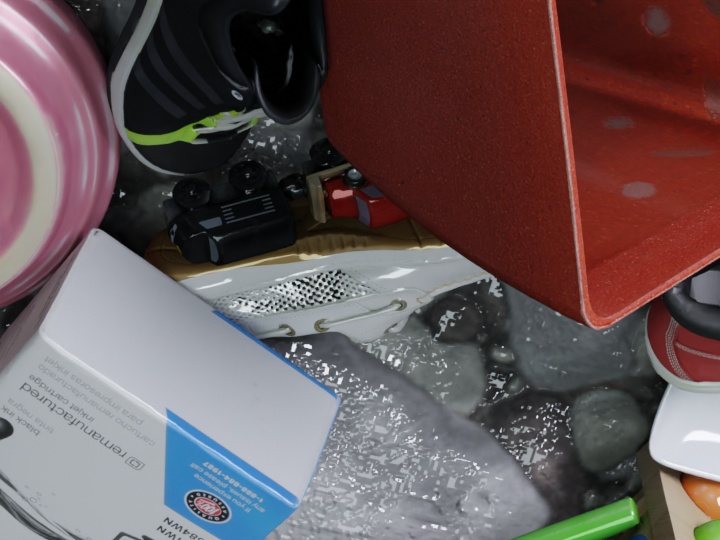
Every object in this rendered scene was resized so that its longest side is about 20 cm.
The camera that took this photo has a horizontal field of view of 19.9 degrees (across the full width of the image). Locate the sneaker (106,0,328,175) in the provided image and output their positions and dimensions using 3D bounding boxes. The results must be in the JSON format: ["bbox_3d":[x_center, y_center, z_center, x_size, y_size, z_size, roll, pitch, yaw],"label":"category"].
[{"bbox_3d":[-0.057,-0.085,0.871,0.072,0.083,0.200,-22,156,-22],"label":"sneaker"}]

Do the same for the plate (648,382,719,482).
[{"bbox_3d":[0.261,0.025,0.998,0.200,0.032,0.200,16,106,-6],"label":"plate"}]

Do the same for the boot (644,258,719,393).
[{"bbox_3d":[0.228,0.008,0.897,0.200,0.144,0.072,-8,75,1],"label":"boot"}]

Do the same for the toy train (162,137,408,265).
[{"bbox_3d":[0.008,-0.043,0.950,0.200,0.046,0.034,-17,144,-9],"label":"toy train"}]

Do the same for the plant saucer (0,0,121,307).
[{"bbox_3d":[-0.209,-0.055,0.925,0.200,0.051,0.201,-2,122,-3],"label":"plant saucer"}]

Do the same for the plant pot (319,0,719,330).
[{"bbox_3d":[0.082,-0.119,0.848,0.176,0.200,0.200,17,124,44],"label":"plant pot"}]

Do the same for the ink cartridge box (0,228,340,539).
[{"bbox_3d":[-0.129,0.097,0.986,0.146,0.084,0.200,34,129,-12],"label":"ink cartridge box"}]

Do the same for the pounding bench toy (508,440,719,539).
[{"bbox_3d":[0.130,0.164,1.021,0.200,0.124,0.156,36,109,-13],"label":"pounding bench toy"}]

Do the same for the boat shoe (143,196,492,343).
[{"bbox_3d":[0.000,0.000,0.986,0.200,0.071,0.069,-8,123,6],"label":"boat shoe"}]
